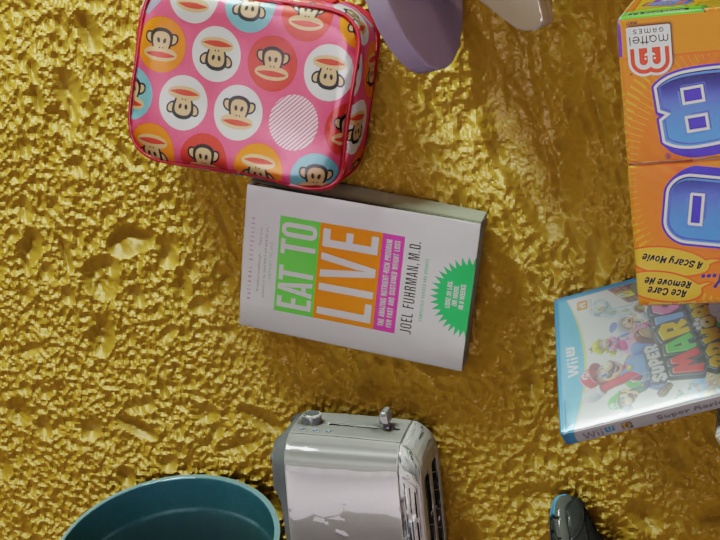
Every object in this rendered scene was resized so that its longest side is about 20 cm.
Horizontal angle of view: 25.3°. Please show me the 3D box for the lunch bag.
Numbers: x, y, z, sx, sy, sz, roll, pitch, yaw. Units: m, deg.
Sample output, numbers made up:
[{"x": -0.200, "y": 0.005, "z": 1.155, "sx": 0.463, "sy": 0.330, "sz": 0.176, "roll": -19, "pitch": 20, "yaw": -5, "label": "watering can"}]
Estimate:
[{"x": -0.087, "y": -0.166, "z": 1.307, "sx": 0.198, "sy": 0.082, "sz": 0.178, "roll": 13, "pitch": 107, "yaw": 13, "label": "lunch bag"}]

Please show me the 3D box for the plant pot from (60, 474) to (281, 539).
[{"x": -0.152, "y": 0.315, "z": 1.404, "sx": 0.198, "sy": 0.201, "sz": 0.190, "roll": -1, "pitch": 119, "yaw": 16, "label": "plant pot"}]

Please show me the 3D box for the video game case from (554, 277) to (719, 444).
[{"x": 0.248, "y": 0.053, "z": 1.245, "sx": 0.198, "sy": 0.144, "sz": 0.018, "roll": -17, "pitch": 132, "yaw": 20, "label": "video game case"}]

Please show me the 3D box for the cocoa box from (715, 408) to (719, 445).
[{"x": 0.388, "y": 0.122, "z": 1.221, "sx": 0.199, "sy": 0.133, "sz": 0.132, "roll": -26, "pitch": 97, "yaw": 20, "label": "cocoa box"}]

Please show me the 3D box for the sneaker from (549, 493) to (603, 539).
[{"x": 0.217, "y": 0.277, "z": 1.337, "sx": 0.081, "sy": 0.073, "sz": 0.202, "roll": -22, "pitch": 78, "yaw": 0, "label": "sneaker"}]

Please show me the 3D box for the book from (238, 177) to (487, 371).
[{"x": 0.000, "y": 0.000, "z": 1.350, "sx": 0.198, "sy": 0.048, "sz": 0.135, "roll": 10, "pitch": 111, "yaw": 11, "label": "book"}]

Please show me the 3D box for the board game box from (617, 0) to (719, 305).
[{"x": 0.299, "y": -0.102, "z": 1.151, "sx": 0.198, "sy": 0.200, "sz": 0.202, "roll": -3, "pitch": 104, "yaw": 16, "label": "board game box"}]

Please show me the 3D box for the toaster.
[{"x": 0.002, "y": 0.215, "z": 1.368, "sx": 0.128, "sy": 0.114, "sz": 0.202, "roll": -3, "pitch": 102, "yaw": 14, "label": "toaster"}]

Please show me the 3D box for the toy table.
[{"x": 0.072, "y": -0.259, "z": 1.200, "sx": 0.116, "sy": 0.184, "sz": 0.202, "roll": -9, "pitch": 111, "yaw": 35, "label": "toy table"}]
